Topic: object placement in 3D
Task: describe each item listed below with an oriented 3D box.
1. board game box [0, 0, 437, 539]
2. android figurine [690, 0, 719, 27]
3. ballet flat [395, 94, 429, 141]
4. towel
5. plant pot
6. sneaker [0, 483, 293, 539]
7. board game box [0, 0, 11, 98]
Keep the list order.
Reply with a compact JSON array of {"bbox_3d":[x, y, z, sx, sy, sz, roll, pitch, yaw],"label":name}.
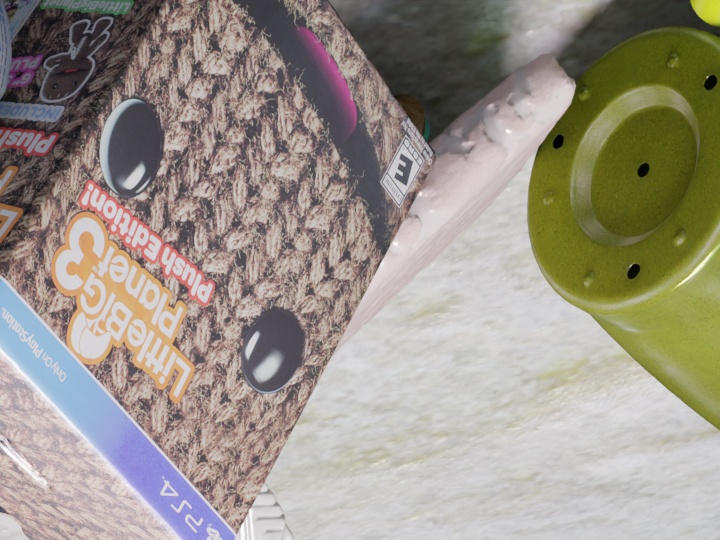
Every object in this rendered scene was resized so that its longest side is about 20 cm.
[{"bbox_3d":[-0.084,-0.018,0.980,0.096,0.201,0.160,4,146,40],"label":"board game box"},{"bbox_3d":[0.226,-0.155,1.111,0.181,0.041,0.200,-16,162,-9],"label":"android figurine"},{"bbox_3d":[-0.059,-0.026,1.203,0.072,0.068,0.200,36,126,-26],"label":"ballet flat"},{"bbox_3d":[0.000,0.000,1.144,0.200,0.032,0.191,-44,177,-13],"label":"towel"},{"bbox_3d":[0.181,-0.015,1.191,0.192,0.201,0.200,22,129,-39],"label":"plant pot"},{"bbox_3d":[-0.119,0.088,1.124,0.199,0.129,0.080,38,78,-39],"label":"sneaker"},{"bbox_3d":[-0.170,-0.151,0.901,0.061,0.201,0.200,-25,158,13],"label":"board game box"}]
